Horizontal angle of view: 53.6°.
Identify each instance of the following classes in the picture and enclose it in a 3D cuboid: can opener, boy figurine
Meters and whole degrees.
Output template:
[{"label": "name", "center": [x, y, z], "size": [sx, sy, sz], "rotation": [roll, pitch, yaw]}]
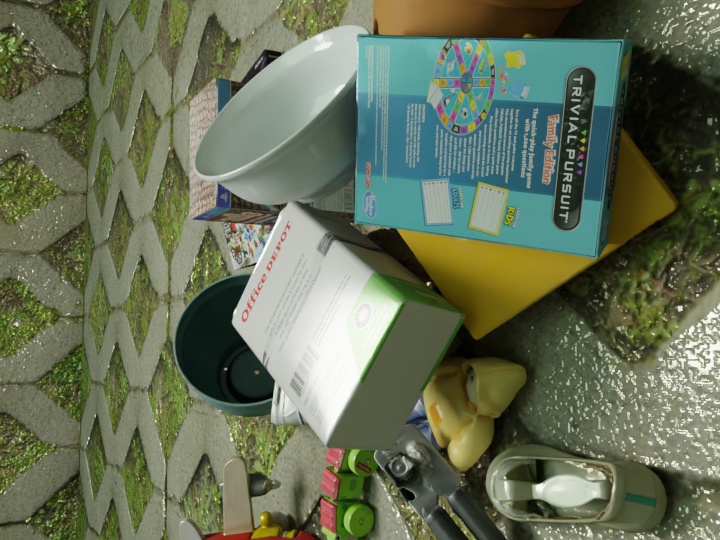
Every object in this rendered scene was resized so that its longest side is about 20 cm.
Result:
[{"label": "can opener", "center": [0.089, 0.234, 0.677], "size": [0.200, 0.053, 0.067], "rotation": [49, 169, 22]}, {"label": "boy figurine", "center": [0.090, 0.143, 0.710], "size": [0.200, 0.064, 0.125], "rotation": [-41, 49, 53]}]

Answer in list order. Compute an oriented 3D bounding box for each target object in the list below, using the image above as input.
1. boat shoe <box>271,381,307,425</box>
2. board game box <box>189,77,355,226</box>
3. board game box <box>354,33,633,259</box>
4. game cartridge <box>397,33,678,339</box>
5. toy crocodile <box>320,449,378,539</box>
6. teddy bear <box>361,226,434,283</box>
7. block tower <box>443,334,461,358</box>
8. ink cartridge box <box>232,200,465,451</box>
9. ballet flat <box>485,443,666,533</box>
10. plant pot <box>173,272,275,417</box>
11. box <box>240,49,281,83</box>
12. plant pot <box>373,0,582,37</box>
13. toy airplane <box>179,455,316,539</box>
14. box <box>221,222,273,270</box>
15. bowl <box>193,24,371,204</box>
[{"label": "boat shoe", "center": [-0.086, 0.098, 0.901], "size": [0.074, 0.065, 0.201], "rotation": [71, -167, -51]}, {"label": "board game box", "center": [-0.113, -0.143, 0.932], "size": [0.097, 0.199, 0.160], "rotation": [-11, 77, 57]}, {"label": "board game box", "center": [0.093, -0.101, 0.548], "size": [0.199, 0.047, 0.152], "rotation": [10, 111, 26]}, {"label": "game cartridge", "center": [0.123, -0.065, 0.591], "size": [0.200, 0.032, 0.177], "rotation": [-38, 83, 29]}, {"label": "toy crocodile", "center": [-0.022, 0.267, 0.881], "size": [0.067, 0.061, 0.201], "rotation": [11, 97, 58]}, {"label": "teddy bear", "center": [0.070, -0.017, 0.718], "size": [0.199, 0.067, 0.146], "rotation": [-30, 44, 26]}, {"label": "block tower", "center": [0.028, 0.083, 0.790], "size": [0.054, 0.058, 0.200], "rotation": [60, 151, -4]}, {"label": "ink cartridge box", "center": [-0.021, 0.046, 0.661], "size": [0.200, 0.084, 0.146], "rotation": [42, 110, 45]}, {"label": "ballet flat", "center": [0.156, 0.181, 0.597], "size": [0.200, 0.069, 0.070], "rotation": [-24, 68, 56]}, {"label": "plant pot", "center": [-0.151, 0.122, 1.007], "size": [0.134, 0.199, 0.201], "rotation": [92, 162, -57]}, {"label": "box", "center": [-0.164, -0.241, 1.179], "size": [0.143, 0.036, 0.201], "rotation": [-30, 61, 54]}, {"label": "plant pot", "center": [0.093, -0.238, 0.624], "size": [0.200, 0.199, 0.141], "rotation": [58, 145, 43]}, {"label": "toy airplane", "center": [-0.159, 0.392, 1.022], "size": [0.199, 0.141, 0.200], "rotation": [43, 114, 13]}, {"label": "box", "center": [-0.164, -0.083, 1.131], "size": [0.200, 0.038, 0.137], "rotation": [-16, 90, 57]}, {"label": "bowl", "center": [-0.051, -0.128, 0.666], "size": [0.200, 0.090, 0.202], "rotation": [-27, 36, 21]}]
